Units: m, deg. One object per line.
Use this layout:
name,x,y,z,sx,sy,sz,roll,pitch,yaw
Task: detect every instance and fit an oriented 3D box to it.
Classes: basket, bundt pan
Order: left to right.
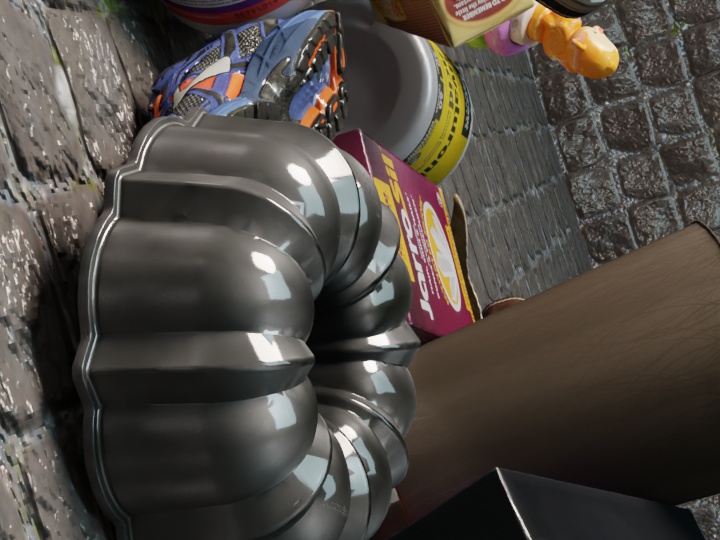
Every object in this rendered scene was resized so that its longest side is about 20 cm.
bundt pan,-0.032,0.034,0.700,0.201,0.075,0.205,-1,90,-67
basket,0.111,0.073,0.927,0.180,0.198,0.137,-94,164,-76

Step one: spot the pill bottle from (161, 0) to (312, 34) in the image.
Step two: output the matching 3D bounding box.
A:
pill bottle,-0.085,-0.208,0.833,0.200,0.111,0.113,53,23,-58

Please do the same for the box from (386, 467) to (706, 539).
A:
box,0.077,0.170,0.830,0.199,0.141,0.079,20,38,-53

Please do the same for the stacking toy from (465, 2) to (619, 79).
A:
stacking toy,0.087,-0.178,1.123,0.199,0.110,0.116,35,12,29

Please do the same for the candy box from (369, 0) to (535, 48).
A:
candy box,0.013,-0.221,0.889,0.202,0.055,0.115,68,-12,-21

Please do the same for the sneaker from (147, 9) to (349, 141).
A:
sneaker,-0.069,-0.059,0.814,0.200,0.078,0.076,-54,140,-55

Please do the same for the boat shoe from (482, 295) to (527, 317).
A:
boat shoe,0.140,0.063,1.574,0.200,0.070,0.071,67,18,-64

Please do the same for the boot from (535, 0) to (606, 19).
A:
boot,0.050,-0.199,1.022,0.203,0.073,0.154,44,-30,4

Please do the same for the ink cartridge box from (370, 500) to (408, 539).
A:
ink cartridge box,0.019,0.190,0.923,0.201,0.043,0.175,-88,159,-57

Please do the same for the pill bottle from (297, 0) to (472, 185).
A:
pill bottle,0.013,-0.104,1.135,0.200,0.110,0.113,12,61,-76

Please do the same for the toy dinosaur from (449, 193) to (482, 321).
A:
toy dinosaur,0.056,0.006,1.170,0.101,0.058,0.202,50,-35,44

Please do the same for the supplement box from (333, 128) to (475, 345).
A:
supplement box,0.000,0.000,0.992,0.200,0.085,0.112,24,50,-74
